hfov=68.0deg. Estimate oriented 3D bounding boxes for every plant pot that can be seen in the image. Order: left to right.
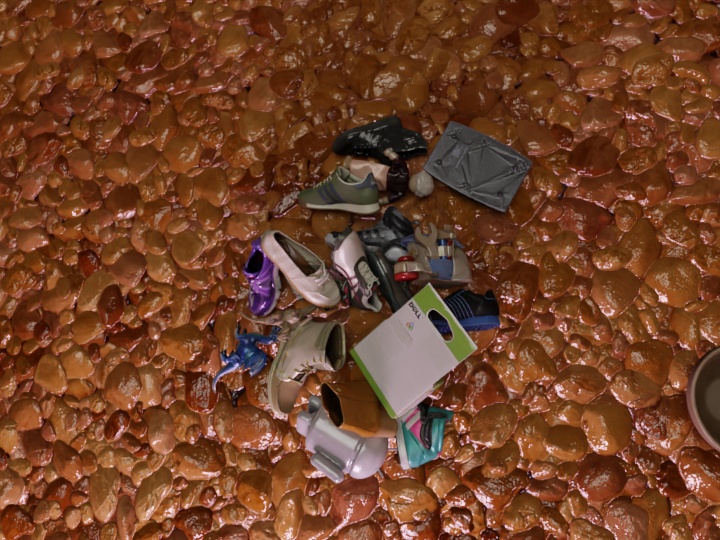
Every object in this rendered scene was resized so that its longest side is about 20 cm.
[{"bbox_3d":[0.670,0.230,0.941,0.196,0.093,0.206,-2,79,9],"label":"plant pot"}]

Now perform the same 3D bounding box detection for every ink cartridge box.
[{"bbox_3d":[0.101,0.146,0.969,0.199,0.075,0.149,-41,69,14],"label":"ink cartridge box"}]

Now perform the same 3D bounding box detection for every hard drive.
[{"bbox_3d":[0.246,-0.217,1.130,0.198,0.042,0.136,30,85,14],"label":"hard drive"}]

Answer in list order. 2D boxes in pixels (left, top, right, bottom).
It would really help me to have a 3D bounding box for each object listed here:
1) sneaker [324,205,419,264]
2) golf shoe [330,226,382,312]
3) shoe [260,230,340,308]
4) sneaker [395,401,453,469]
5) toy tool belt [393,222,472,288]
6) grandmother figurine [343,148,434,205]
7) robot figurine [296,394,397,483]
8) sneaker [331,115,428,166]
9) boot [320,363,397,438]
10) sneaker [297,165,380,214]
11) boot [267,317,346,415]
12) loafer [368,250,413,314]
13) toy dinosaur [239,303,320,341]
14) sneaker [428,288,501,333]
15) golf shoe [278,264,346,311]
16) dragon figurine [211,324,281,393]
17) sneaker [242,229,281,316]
[{"bbox_3d":[0.029,-0.079,1.127,0.196,0.076,0.116,13,77,9],"label":"sneaker"},{"bbox_3d":[0.000,0.000,1.051,0.087,0.202,0.077,25,57,31],"label":"golf shoe"},{"bbox_3d":[-0.110,-0.003,1.039,0.200,0.053,0.070,43,52,-13],"label":"shoe"},{"bbox_3d":[0.119,0.270,1.033,0.118,0.084,0.204,-10,72,3],"label":"sneaker"},{"bbox_3d":[0.132,-0.036,1.037,0.123,0.198,0.126,-16,73,43],"label":"toy tool belt"},{"bbox_3d":[0.061,-0.199,1.142,0.196,0.123,0.061,13,39,11],"label":"grandmother figurine"},{"bbox_3d":[-0.029,0.322,1.031,0.197,0.114,0.170,25,51,13],"label":"robot figurine"},{"bbox_3d":[0.041,-0.269,1.167,0.196,0.060,0.106,-21,73,2],"label":"sneaker"},{"bbox_3d":[-0.017,0.224,0.995,0.071,0.143,0.202,-53,34,15],"label":"boot"},{"bbox_3d":[-0.048,-0.178,1.130,0.196,0.067,0.092,10,116,27],"label":"sneaker"},{"bbox_3d":[-0.105,0.194,1.059,0.153,0.071,0.204,-1,72,43],"label":"boot"},{"bbox_3d":[0.081,0.046,1.079,0.062,0.072,0.203,-27,99,-13],"label":"loafer"},{"bbox_3d":[-0.158,0.100,1.083,0.196,0.101,0.059,-14,105,9],"label":"toy dinosaur"},{"bbox_3d":[0.180,0.078,1.055,0.195,0.070,0.080,-1,68,-13],"label":"sneaker"},{"bbox_3d":[-0.130,0.012,1.133,0.197,0.073,0.094,24,85,13],"label":"golf shoe"},{"bbox_3d":[-0.236,0.183,1.119,0.098,0.059,0.202,28,78,21],"label":"dragon figurine"},{"bbox_3d":[-0.215,0.011,1.106,0.080,0.083,0.203,29,125,25],"label":"sneaker"}]
